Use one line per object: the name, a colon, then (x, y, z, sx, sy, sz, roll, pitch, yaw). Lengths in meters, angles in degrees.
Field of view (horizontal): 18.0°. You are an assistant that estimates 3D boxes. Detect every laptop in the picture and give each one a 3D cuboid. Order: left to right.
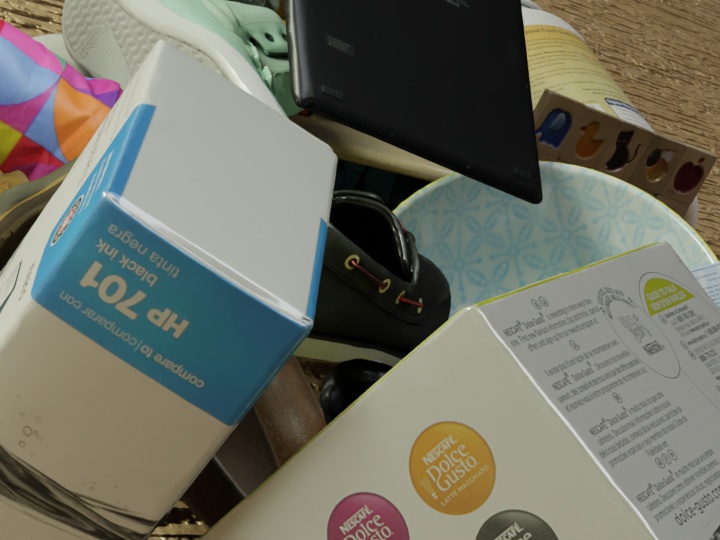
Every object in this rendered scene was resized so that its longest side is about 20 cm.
laptop: (-0.015, -0.131, 1.167, 0.187, 0.116, 0.200, 19, 58, -46)

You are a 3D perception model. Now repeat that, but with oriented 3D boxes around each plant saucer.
plant saucer: (-0.068, 0.047, 0.996, 0.200, 0.034, 0.200, 55, 12, -17)

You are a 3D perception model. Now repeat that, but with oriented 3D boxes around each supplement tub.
supplement tub: (0.104, -0.072, 1.420, 0.144, 0.144, 0.200, 17, 32, -45)

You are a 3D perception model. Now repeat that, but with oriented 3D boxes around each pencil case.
pencil case: (-0.209, -0.107, 1.062, 0.200, 0.088, 0.088, 37, 22, -12)

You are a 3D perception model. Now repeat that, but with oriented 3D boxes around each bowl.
bowl: (0.089, 0.053, 1.176, 0.200, 0.108, 0.200, 4, 54, -5)

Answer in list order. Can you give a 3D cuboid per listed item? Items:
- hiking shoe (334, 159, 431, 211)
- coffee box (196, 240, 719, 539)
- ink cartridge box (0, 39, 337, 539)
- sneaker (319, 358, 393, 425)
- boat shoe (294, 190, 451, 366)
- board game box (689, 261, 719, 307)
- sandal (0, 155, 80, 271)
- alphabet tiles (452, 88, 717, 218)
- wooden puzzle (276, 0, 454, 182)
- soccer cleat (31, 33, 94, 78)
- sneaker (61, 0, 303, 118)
hiking shoe: (-0.037, -0.069, 1.299, 0.087, 0.074, 0.200, -3, 38, -50)
coffee box: (0.065, 0.131, 0.812, 0.198, 0.200, 0.200, 53, 25, 10)
ink cartridge box: (-0.098, 0.039, 0.804, 0.086, 0.200, 0.147, 34, 22, -13)
sneaker: (0.034, 0.119, 1.017, 0.200, 0.066, 0.090, 61, 14, 26)
boat shoe: (0.002, 0.002, 1.029, 0.074, 0.063, 0.201, 39, 11, 19)
board game box: (0.155, 0.101, 1.037, 0.200, 0.041, 0.200, -13, 66, -39)
sandal: (-0.158, -0.009, 0.987, 0.054, 0.080, 0.200, 21, 23, 16)
alphabet tiles: (0.105, -0.014, 1.287, 0.200, 0.167, 0.008, 15, 19, -47)
wooden puzzle: (-0.020, -0.126, 1.281, 0.200, 0.046, 0.185, 18, 31, -17)
soccer cleat: (-0.099, -0.049, 1.158, 0.200, 0.069, 0.078, 34, 27, 2)
sneaker: (-0.051, -0.086, 1.108, 0.118, 0.074, 0.200, 2, 33, -39)
